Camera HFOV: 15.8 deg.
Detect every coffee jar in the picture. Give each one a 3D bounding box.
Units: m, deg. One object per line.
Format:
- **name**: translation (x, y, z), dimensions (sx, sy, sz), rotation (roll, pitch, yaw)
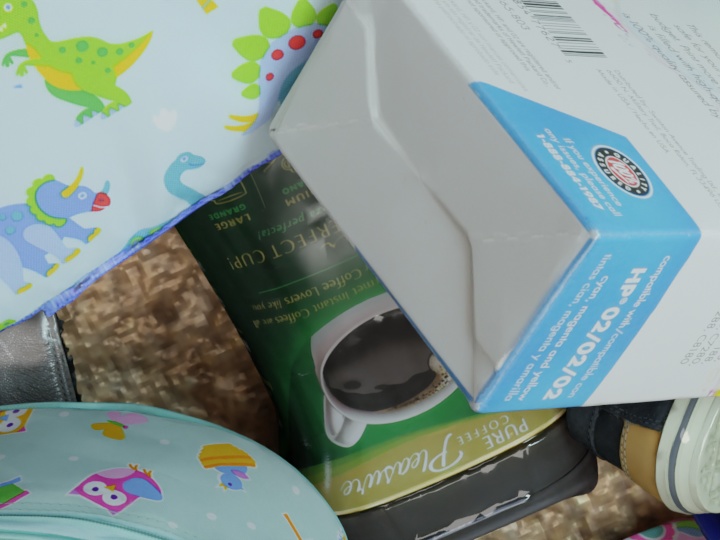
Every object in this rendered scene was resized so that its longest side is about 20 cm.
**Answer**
- **coffee jar**: translation (0.000, 0.000, 0.841), dimensions (0.104, 0.085, 0.200), rotation (-23, 108, 2)

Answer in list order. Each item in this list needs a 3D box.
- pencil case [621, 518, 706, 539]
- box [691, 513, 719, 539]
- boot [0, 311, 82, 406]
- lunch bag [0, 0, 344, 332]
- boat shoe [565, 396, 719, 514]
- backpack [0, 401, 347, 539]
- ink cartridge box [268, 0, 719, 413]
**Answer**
- **pencil case**: translation (0.143, 0.157, 0.851), dimensions (0.087, 0.200, 0.087), rotation (-16, 120, -29)
- **box**: translation (0.208, 0.051, 0.866), dimensions (0.200, 0.119, 0.041), rotation (-12, 109, -4)
- **boot**: translation (-0.162, 0.100, 0.866), dimensions (0.174, 0.069, 0.200), rotation (-11, 116, -12)
- **lunch bag**: translation (-0.096, -0.101, 0.731), dimensions (0.170, 0.127, 0.200), rotation (-33, 102, 8)
- **boat shoe**: translation (0.129, -0.014, 0.840), dimensions (0.200, 0.062, 0.075), rotation (-58, 143, -19)
- **backpack**: translation (-0.084, 0.147, 0.795), dimensions (0.176, 0.153, 0.200), rotation (7, 112, 9)
- **ink cartridge box**: translation (0.089, -0.025, 0.740), dimensions (0.200, 0.115, 0.068), rotation (-1, 134, -41)
